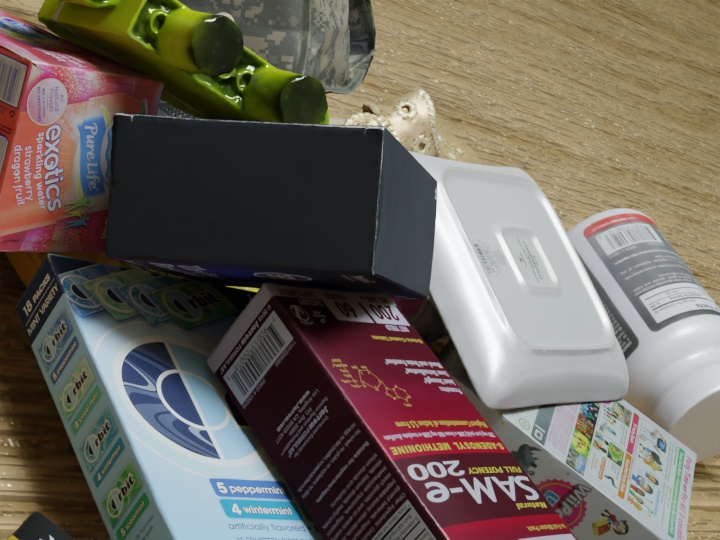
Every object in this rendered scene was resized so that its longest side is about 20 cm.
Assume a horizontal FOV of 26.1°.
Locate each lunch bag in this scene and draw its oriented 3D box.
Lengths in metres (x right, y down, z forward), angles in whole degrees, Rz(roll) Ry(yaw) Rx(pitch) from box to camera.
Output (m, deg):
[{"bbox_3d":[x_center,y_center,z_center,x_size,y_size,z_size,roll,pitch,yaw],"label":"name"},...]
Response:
[{"bbox_3d":[-0.086,-0.192,1.205,0.163,0.119,0.200,7,9,14],"label":"lunch bag"}]

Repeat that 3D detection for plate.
[{"bbox_3d":[0.108,-0.001,1.090,0.199,0.032,0.201,3,58,-53],"label":"plate"}]

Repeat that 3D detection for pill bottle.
[{"bbox_3d":[0.240,0.054,1.279,0.115,0.116,0.201,14,35,-40],"label":"pill bottle"}]

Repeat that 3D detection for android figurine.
[{"bbox_3d":[-0.103,-0.122,0.862,0.182,0.041,0.200,31,-4,-35],"label":"android figurine"}]

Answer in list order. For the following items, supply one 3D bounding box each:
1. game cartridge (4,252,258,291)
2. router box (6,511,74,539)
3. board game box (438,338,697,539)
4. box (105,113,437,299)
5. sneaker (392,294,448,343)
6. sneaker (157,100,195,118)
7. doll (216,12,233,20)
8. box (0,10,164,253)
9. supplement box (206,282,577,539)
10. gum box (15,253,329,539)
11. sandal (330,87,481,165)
[{"bbox_3d":[-0.125,0.006,0.977,0.199,0.032,0.177,3,42,-53],"label":"game cartridge"},{"bbox_3d":[-0.104,0.211,0.637,0.200,0.052,0.157,38,25,0],"label":"router box"},{"bbox_3d":[0.137,0.123,1.090,0.199,0.064,0.148,37,26,0],"label":"board game box"},{"bbox_3d":[-0.040,-0.030,0.848,0.140,0.080,0.200,1,-4,11],"label":"box"},{"bbox_3d":[0.000,0.000,1.093,0.200,0.088,0.082,47,12,-49],"label":"sneaker"},{"bbox_3d":[-0.138,-0.096,1.022,0.199,0.081,0.086,20,22,30],"label":"sneaker"},{"bbox_3d":[-0.151,-0.160,1.097,0.048,0.135,0.202,-30,105,-75],"label":"doll"},{"bbox_3d":[-0.215,-0.089,0.859,0.199,0.103,0.094,25,14,37],"label":"box"},{"bbox_3d":[0.020,0.098,0.780,0.108,0.061,0.200,6,40,-52],"label":"supplement box"},{"bbox_3d":[-0.071,0.085,0.809,0.169,0.045,0.200,12,34,-42],"label":"gum box"},{"bbox_3d":[0.033,-0.105,1.137,0.211,0.070,0.078,-2,47,-54],"label":"sandal"}]
